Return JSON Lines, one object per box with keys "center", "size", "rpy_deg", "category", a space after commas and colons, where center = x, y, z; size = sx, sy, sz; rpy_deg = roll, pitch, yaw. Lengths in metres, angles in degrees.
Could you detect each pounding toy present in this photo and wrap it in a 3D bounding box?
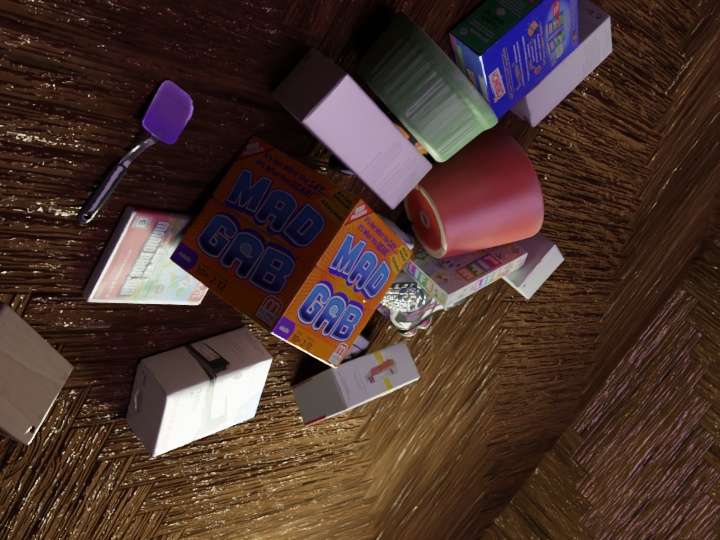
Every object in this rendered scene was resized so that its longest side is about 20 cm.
{"center": [-0.453, 0.112, 0.953], "size": [0.184, 0.199, 0.143], "rpy_deg": [72, 38, -57], "category": "pounding toy"}

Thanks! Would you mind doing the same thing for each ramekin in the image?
{"center": [0.084, -0.242, 1.186], "size": [0.098, 0.200, 0.200], "rpy_deg": [-42, 151, 8], "category": "ramekin"}

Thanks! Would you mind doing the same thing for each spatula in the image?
{"center": [-0.269, -0.133, 1.033], "size": [0.200, 0.021, 0.056], "rpy_deg": [-48, 138, 8], "category": "spatula"}

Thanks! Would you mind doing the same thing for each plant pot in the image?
{"center": [0.180, -0.118, 1.478], "size": [0.177, 0.201, 0.201], "rpy_deg": [-24, 145, -15], "category": "plant pot"}

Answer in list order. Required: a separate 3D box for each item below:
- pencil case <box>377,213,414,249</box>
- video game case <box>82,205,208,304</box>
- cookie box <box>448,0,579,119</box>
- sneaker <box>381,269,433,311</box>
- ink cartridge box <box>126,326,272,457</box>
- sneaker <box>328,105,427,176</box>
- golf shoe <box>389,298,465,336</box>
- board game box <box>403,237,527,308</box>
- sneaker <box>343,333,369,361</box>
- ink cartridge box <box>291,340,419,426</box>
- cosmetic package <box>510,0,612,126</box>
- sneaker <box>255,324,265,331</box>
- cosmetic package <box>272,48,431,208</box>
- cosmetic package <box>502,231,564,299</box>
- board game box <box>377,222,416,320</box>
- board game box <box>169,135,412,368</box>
{"center": [0.000, 0.000, 1.479], "size": [0.083, 0.091, 0.200], "rpy_deg": [31, 101, -42], "category": "pencil case"}
{"center": [-0.264, -0.015, 1.188], "size": [0.200, 0.017, 0.143], "rpy_deg": [5, 123, -54], "category": "video game case"}
{"center": [0.244, -0.360, 1.362], "size": [0.200, 0.075, 0.171], "rpy_deg": [-42, 151, -8], "category": "cookie box"}
{"center": [0.107, 0.014, 1.558], "size": [0.199, 0.087, 0.075], "rpy_deg": [-9, 139, -21], "category": "sneaker"}
{"center": [-0.254, 0.190, 1.383], "size": [0.199, 0.084, 0.145], "rpy_deg": [-16, 139, -41], "category": "ink cartridge box"}
{"center": [0.032, -0.205, 1.303], "size": [0.199, 0.070, 0.090], "rpy_deg": [-22, 122, -31], "category": "sneaker"}
{"center": [0.137, 0.037, 1.621], "size": [0.200, 0.077, 0.088], "rpy_deg": [-42, 143, -10], "category": "golf shoe"}
{"center": [0.177, -0.024, 1.534], "size": [0.199, 0.134, 0.034], "rpy_deg": [-26, 145, -33], "category": "board game box"}
{"center": [-0.044, 0.127, 1.589], "size": [0.071, 0.073, 0.200], "rpy_deg": [-50, 151, 0], "category": "sneaker"}
{"center": [-0.009, 0.216, 1.677], "size": [0.199, 0.084, 0.145], "rpy_deg": [-15, 169, -42], "category": "ink cartridge box"}
{"center": [0.335, -0.354, 1.492], "size": [0.200, 0.074, 0.102], "rpy_deg": [-42, 150, -4], "category": "cosmetic package"}
{"center": [-0.092, 0.034, 1.426], "size": [0.199, 0.078, 0.112], "rpy_deg": [-23, 148, -18], "category": "sneaker"}
{"center": [-0.008, -0.184, 1.149], "size": [0.085, 0.108, 0.200], "rpy_deg": [-47, 129, 5], "category": "cosmetic package"}
{"center": [0.268, -0.054, 1.640], "size": [0.108, 0.200, 0.085], "rpy_deg": [-47, 150, 3], "category": "cosmetic package"}
{"center": [0.090, -0.010, 1.622], "size": [0.200, 0.045, 0.134], "rpy_deg": [-47, 151, 1], "category": "board game box"}
{"center": [-0.089, -0.021, 1.193], "size": [0.200, 0.200, 0.200], "rpy_deg": [-56, 151, -4], "category": "board game box"}
